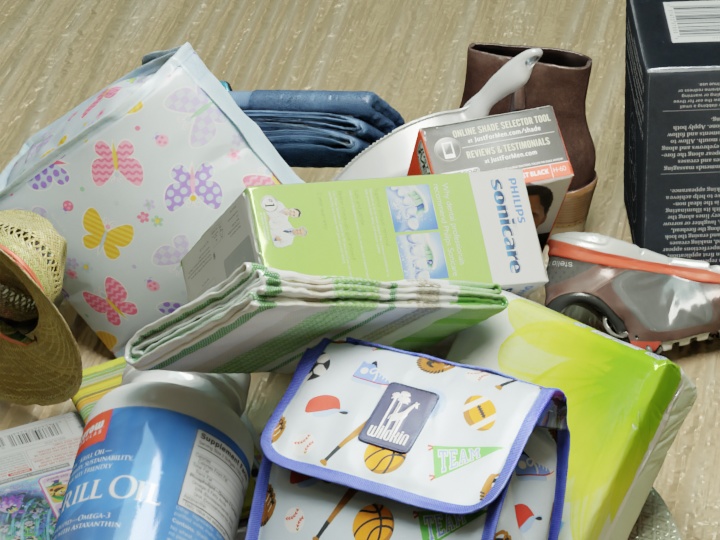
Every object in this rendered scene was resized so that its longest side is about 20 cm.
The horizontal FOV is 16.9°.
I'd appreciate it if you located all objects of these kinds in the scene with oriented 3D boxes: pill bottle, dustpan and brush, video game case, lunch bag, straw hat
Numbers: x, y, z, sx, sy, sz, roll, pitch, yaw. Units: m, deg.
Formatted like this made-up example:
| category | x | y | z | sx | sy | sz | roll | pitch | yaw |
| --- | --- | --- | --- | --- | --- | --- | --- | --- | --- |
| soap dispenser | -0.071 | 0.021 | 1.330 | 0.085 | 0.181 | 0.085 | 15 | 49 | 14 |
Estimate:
| category | x | y | z | sx | sy | sz | roll | pitch | yaw |
| --- | --- | --- | --- | --- | --- | --- | --- | --- | --- |
| pill bottle | -0.130 | 0.141 | 1.533 | 0.112 | 0.112 | 0.200 | 4 | 52 | 11 |
| dustpan and brush | 0.069 | -0.095 | 1.803 | 0.140 | 0.200 | 0.057 | 8 | 57 | -45 |
| video game case | -0.159 | 0.149 | 1.658 | 0.200 | 0.024 | 0.182 | -14 | 34 | -18 |
| lunch bag | 0.025 | 0.149 | 1.445 | 0.170 | 0.200 | 0.124 | 12 | -3 | 28 |
| lunch bag | -0.144 | -0.058 | 1.776 | 0.200 | 0.170 | 0.127 | -31 | 18 | 33 |
| straw hat | -0.253 | 0.001 | 1.726 | 0.201 | 0.201 | 0.085 | 18 | 51 | 30 |

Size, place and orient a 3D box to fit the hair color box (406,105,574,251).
| category | x | y | z | sx | sy | sz | roll | pitch | yaw |
| --- | --- | --- | --- | --- | --- | --- | --- | --- | --- |
| hair color box | 0.085 | -0.042 | 1.773 | 0.101 | 0.200 | 0.061 | -11 | 67 | -10 |

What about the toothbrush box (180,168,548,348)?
| category | x | y | z | sx | sy | sz | roll | pitch | yaw |
| --- | --- | --- | --- | --- | --- | --- | --- | --- | --- |
| toothbrush box | 0.000 | 0.000 | 1.609 | 0.200 | 0.146 | 0.086 | -6 | 74 | -25 |

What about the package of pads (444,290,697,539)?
| category | x | y | z | sx | sy | sz | roll | pitch | yaw |
| --- | --- | --- | --- | --- | --- | --- | --- | --- | --- |
| package of pads | 0.102 | 0.125 | 1.532 | 0.154 | 0.068 | 0.200 | 25 | 86 | 36 |

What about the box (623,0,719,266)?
| category | x | y | z | sx | sy | sz | roll | pitch | yaw |
| --- | --- | --- | --- | --- | --- | --- | --- | --- | --- |
| box | 0.260 | -0.102 | 1.844 | 0.107 | 0.200 | 0.148 | -2 | 33 | 1 |

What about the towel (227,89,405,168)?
| category | x | y | z | sx | sy | sz | roll | pitch | yaw |
| --- | --- | --- | --- | --- | --- | --- | --- | --- | --- |
| towel | -0.070 | -0.106 | 1.856 | 0.200 | 0.049 | 0.112 | 1 | -8 | 20 |

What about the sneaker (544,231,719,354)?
| category | x | y | z | sx | sy | sz | roll | pitch | yaw |
| --- | --- | --- | --- | --- | --- | --- | --- | --- | --- |
| sneaker | 0.226 | 0.033 | 1.776 | 0.200 | 0.082 | 0.077 | 15 | -7 | 0 |

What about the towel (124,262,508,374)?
| category | x | y | z | sx | sy | sz | roll | pitch | yaw |
| --- | --- | --- | --- | --- | --- | --- | --- | --- | --- |
| towel | -0.028 | 0.032 | 1.504 | 0.200 | 0.031 | 0.149 | 2 | -19 | -39 |

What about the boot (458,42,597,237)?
| category | x | y | z | sx | sy | sz | roll | pitch | yaw |
| --- | --- | --- | --- | --- | --- | --- | --- | --- | --- |
| boot | 0.088 | -0.106 | 1.898 | 0.200 | 0.166 | 0.072 | 6 | 34 | 15 |

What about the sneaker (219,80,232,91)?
| category | x | y | z | sx | sy | sz | roll | pitch | yaw |
| --- | --- | --- | --- | --- | --- | --- | --- | --- | --- |
| sneaker | -0.120 | -0.079 | 1.957 | 0.073 | 0.082 | 0.200 | -5 | 34 | -6 |

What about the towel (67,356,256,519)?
| category | x | y | z | sx | sy | sz | roll | pitch | yaw |
| --- | --- | --- | --- | --- | --- | --- | --- | --- | --- |
| towel | -0.137 | 0.119 | 1.669 | 0.086 | 0.018 | 0.200 | -19 | 37 | -14 |

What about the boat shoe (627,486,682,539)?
| category | x | y | z | sx | sy | sz | roll | pitch | yaw |
| --- | --- | --- | --- | --- | --- | --- | --- | --- | --- |
| boat shoe | 0.140 | 0.153 | 1.589 | 0.075 | 0.062 | 0.200 | -21 | 49 | -33 |

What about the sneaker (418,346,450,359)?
| category | x | y | z | sx | sy | sz | roll | pitch | yaw |
| --- | --- | --- | --- | --- | --- | --- | --- | --- | --- |
| sneaker | 0.016 | 0.031 | 1.759 | 0.199 | 0.081 | 0.115 | 11 | -18 | -24 |
